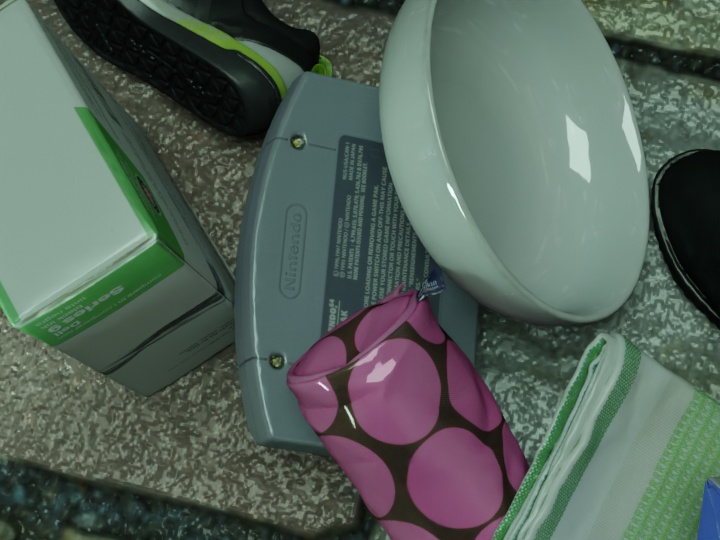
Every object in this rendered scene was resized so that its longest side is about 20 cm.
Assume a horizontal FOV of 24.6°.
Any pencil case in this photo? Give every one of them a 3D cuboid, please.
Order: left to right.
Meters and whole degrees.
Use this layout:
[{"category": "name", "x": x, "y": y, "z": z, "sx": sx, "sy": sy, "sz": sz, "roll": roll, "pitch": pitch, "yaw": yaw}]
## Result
[{"category": "pencil case", "x": 0.052, "y": 0.105, "z": 0.819, "sx": 0.090, "sy": 0.094, "sz": 0.201, "roll": -29, "pitch": 99, "yaw": 20}]

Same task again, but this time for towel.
[{"category": "towel", "x": 0.162, "y": 0.141, "z": 0.795, "sx": 0.199, "sy": 0.031, "sz": 0.150, "roll": 33, "pitch": 77, "yaw": -17}]

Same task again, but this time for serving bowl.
[{"category": "serving bowl", "x": 0.072, "y": -0.064, "z": 0.854, "sx": 0.065, "sy": 0.199, "sz": 0.202, "roll": -17, "pitch": 69, "yaw": 38}]

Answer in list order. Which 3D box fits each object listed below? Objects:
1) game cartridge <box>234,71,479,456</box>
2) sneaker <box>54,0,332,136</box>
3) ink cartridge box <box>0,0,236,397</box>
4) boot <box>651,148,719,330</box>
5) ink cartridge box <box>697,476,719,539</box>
[{"category": "game cartridge", "x": 0.000, "y": 0.000, "z": 0.881, "sx": 0.132, "sy": 0.042, "sz": 0.202, "roll": 10, "pitch": 74, "yaw": -15}, {"category": "sneaker", "x": -0.102, "y": -0.152, "z": 0.963, "sx": 0.200, "sy": 0.072, "sz": 0.083, "roll": 39, "pitch": 59, "yaw": 15}, {"category": "ink cartridge box", "x": -0.141, "y": -0.028, "z": 0.853, "sx": 0.084, "sy": 0.200, "sz": 0.147, "roll": -33, "pitch": 72, "yaw": 1}, {"category": "boot", "x": 0.211, "y": 0.004, "z": 0.812, "sx": 0.073, "sy": 0.163, "sz": 0.200, "roll": -25, "pitch": 73, "yaw": -1}, {"category": "ink cartridge box", "x": 0.253, "y": 0.140, "z": 0.770, "sx": 0.198, "sy": 0.044, "sz": 0.095, "roll": -3, "pitch": 110, "yaw": -16}]
